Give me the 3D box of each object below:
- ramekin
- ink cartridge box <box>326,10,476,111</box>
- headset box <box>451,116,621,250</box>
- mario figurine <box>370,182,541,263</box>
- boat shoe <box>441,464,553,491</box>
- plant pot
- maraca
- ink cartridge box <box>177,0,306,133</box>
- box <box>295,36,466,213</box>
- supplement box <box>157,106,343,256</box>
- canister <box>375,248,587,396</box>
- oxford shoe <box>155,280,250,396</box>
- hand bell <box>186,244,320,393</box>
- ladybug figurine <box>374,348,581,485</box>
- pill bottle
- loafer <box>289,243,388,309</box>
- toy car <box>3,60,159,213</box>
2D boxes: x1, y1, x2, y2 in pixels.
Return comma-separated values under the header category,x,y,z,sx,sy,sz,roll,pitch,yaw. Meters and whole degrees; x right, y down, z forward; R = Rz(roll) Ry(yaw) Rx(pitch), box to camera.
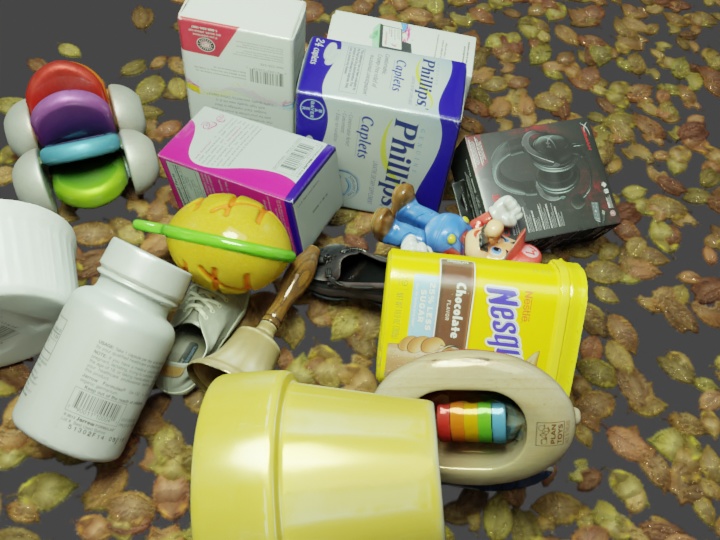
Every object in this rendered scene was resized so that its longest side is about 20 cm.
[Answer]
category,x,y,z,sx,sy,sz,roll,pitch,yaw
ramekin,-0.388,0.024,0.764,0.197,0.201,0.099,-15,66,-15
ink cartridge box,0.047,-0.257,1.022,0.197,0.146,0.085,11,55,2
headset box,0.213,-0.102,0.956,0.197,0.077,0.151,-10,76,-14
mario figurine,0.115,-0.048,0.853,0.198,0.106,0.125,23,87,21
boat shoe,0.104,0.184,0.781,0.196,0.073,0.073,5,54,-3
plant pot,-0.024,0.183,0.625,0.185,0.202,0.203,-4,56,5
maraca,-0.163,-0.033,0.829,0.197,0.137,0.109,12,87,31
ink cartridge box,-0.149,-0.255,0.967,0.145,0.201,0.087,11,55,1
box,0.020,-0.173,0.940,0.196,0.185,0.106,9,53,1
supplement box,-0.133,-0.112,0.912,0.198,0.104,0.102,22,56,21
canister,0.120,0.057,0.771,0.196,0.151,0.087,6,16,1
oxford shoe,-0.178,0.048,0.851,0.074,0.058,0.202,15,54,9
hand bell,-0.097,0.051,0.823,0.103,0.105,0.202,23,59,9
ladybug figurine,0.108,0.134,0.710,0.196,0.138,0.072,2,20,10
pill bottle,-0.252,0.076,0.745,0.113,0.114,0.202,24,85,10
loafer,0.000,0.000,0.868,0.197,0.063,0.072,16,58,26
toy car,-0.353,-0.176,0.923,0.172,0.151,0.202,-15,59,-16
